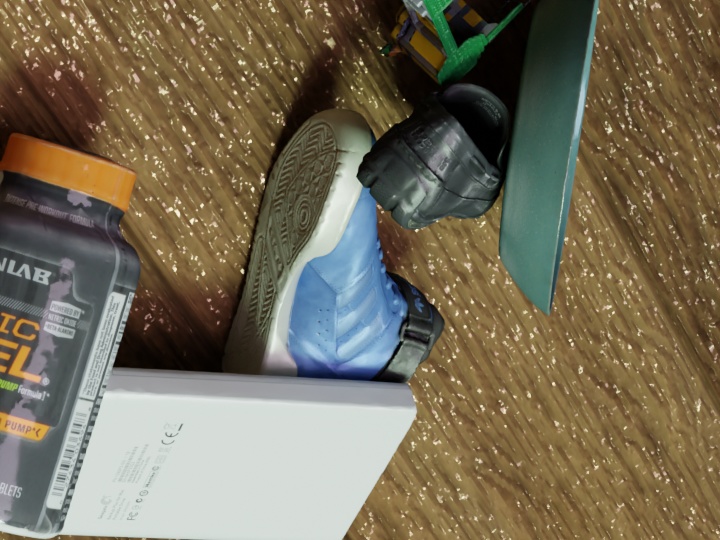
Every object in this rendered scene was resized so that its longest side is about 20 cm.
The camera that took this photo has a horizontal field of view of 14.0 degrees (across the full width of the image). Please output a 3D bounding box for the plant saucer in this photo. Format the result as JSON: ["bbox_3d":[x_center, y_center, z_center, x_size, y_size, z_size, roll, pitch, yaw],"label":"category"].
[{"bbox_3d":[0.105,-0.076,1.651,0.036,0.200,0.201,9,117,5],"label":"plant saucer"}]

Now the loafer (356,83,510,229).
[{"bbox_3d":[0.056,-0.068,1.613,0.070,0.068,0.200,-43,175,16],"label":"loafer"}]

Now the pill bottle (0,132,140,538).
[{"bbox_3d":[-0.179,0.031,1.541,0.106,0.106,0.201,18,88,-38],"label":"pill bottle"}]

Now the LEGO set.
[{"bbox_3d":[0.056,-0.211,1.588,0.200,0.116,0.154,-47,161,4],"label":"LEGO set"}]

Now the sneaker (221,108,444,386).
[{"bbox_3d":[0.000,-0.001,1.669,0.111,0.077,0.201,3,119,-28],"label":"sneaker"}]

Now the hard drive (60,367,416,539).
[{"bbox_3d":[-0.083,0.107,1.666,0.199,0.026,0.132,4,138,-25],"label":"hard drive"}]
